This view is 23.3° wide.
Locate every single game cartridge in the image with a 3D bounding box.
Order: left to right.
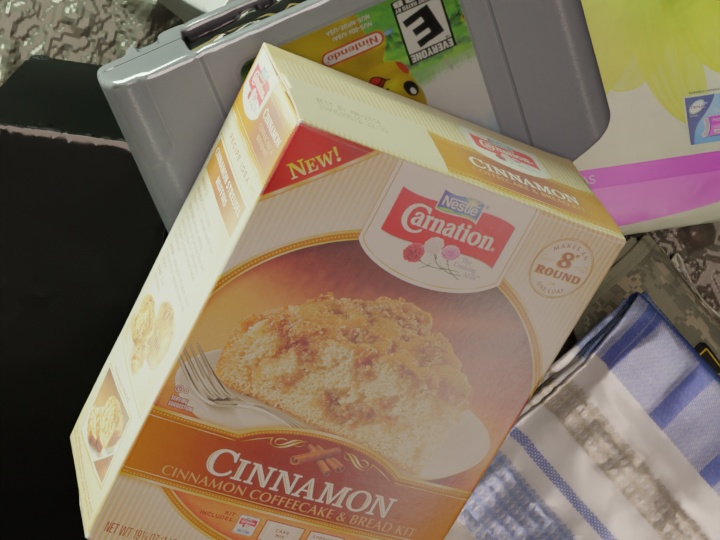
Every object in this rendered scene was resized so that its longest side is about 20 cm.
[{"bbox_3d":[0.005,-0.067,0.734,0.199,0.041,0.134,-24,128,-3],"label":"game cartridge"}]

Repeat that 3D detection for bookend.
[{"bbox_3d":[-0.141,0.010,0.858,0.091,0.200,0.200,8,105,-5],"label":"bookend"}]

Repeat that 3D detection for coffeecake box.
[{"bbox_3d":[-0.010,0.030,0.722,0.153,0.073,0.201,18,114,-25],"label":"coffeecake box"}]

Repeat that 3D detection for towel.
[{"bbox_3d":[0.108,0.126,0.830,0.200,0.024,0.147,-43,96,-3],"label":"towel"}]

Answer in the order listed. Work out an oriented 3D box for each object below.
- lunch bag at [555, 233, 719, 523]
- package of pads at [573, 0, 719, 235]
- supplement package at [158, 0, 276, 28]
[{"bbox_3d":[0.128,0.098,0.904,0.200,0.118,0.164,-39,89,-6],"label":"lunch bag"},{"bbox_3d":[0.108,-0.093,0.914,0.198,0.068,0.156,-9,95,-3],"label":"package of pads"},{"bbox_3d":[-0.019,-0.168,0.823,0.111,0.200,0.156,37,90,-31],"label":"supplement package"}]
